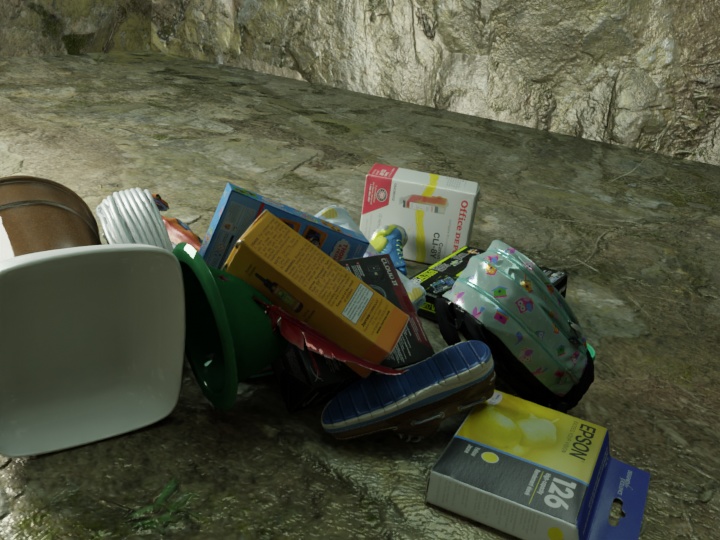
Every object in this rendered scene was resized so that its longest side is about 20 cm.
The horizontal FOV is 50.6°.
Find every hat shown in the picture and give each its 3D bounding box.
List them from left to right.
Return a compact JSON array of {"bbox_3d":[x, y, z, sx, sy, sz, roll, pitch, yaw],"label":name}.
[{"bbox_3d":[-0.089,0.049,0.813,0.174,0.202,0.165,-16,-7,-28],"label":"hat"}]

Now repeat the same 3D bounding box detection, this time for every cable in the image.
[{"bbox_3d":[-0.258,0.001,0.921,0.069,0.202,0.200,-19,6,-19],"label":"cable"}]

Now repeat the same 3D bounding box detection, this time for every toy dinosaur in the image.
[{"bbox_3d":[-0.261,-0.053,1.119,0.105,0.200,0.182,-33,88,-45],"label":"toy dinosaur"}]

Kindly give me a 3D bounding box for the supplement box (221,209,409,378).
[{"bbox_3d":[-0.048,0.025,0.826,0.199,0.067,0.069,36,48,-5],"label":"supplement box"}]

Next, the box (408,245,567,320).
[{"bbox_3d":[0.190,0.031,1.172,0.192,0.048,0.199,15,29,35],"label":"box"}]

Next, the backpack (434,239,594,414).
[{"bbox_3d":[0.181,0.063,0.906,0.200,0.127,0.166,46,-12,-35],"label":"backpack"}]

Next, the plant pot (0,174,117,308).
[{"bbox_3d":[-0.362,0.025,0.862,0.199,0.202,0.198,-9,35,-36],"label":"plant pot"}]

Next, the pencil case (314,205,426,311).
[{"bbox_3d":[0.000,0.000,1.069,0.200,0.091,0.083,45,13,16],"label":"pencil case"}]

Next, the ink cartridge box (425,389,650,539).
[{"bbox_3d":[0.192,0.206,0.781,0.198,0.048,0.197,14,21,22],"label":"ink cartridge box"}]

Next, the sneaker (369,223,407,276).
[{"bbox_3d":[0.044,-0.010,1.250,0.104,0.076,0.199,31,36,22],"label":"sneaker"}]

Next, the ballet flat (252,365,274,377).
[{"bbox_3d":[-0.073,0.080,0.964,0.198,0.072,0.069,-9,20,-36],"label":"ballet flat"}]

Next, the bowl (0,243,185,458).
[{"bbox_3d":[-0.279,0.066,0.750,0.198,0.202,0.074,-10,26,-37],"label":"bowl"}]

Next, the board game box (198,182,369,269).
[{"bbox_3d":[-0.107,-0.006,0.981,0.198,0.152,0.037,20,15,-25],"label":"board game box"}]

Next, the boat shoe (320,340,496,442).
[{"bbox_3d":[0.057,0.148,0.826,0.198,0.073,0.072,-20,26,1],"label":"boat shoe"}]

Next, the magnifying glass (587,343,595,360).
[{"bbox_3d":[0.261,0.091,1.120,0.079,0.023,0.200,-6,23,-30],"label":"magnifying glass"}]

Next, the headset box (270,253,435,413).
[{"bbox_3d":[-0.014,0.068,0.913,0.198,0.077,0.150,-9,64,-37],"label":"headset box"}]

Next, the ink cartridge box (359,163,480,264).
[{"bbox_3d":[0.105,-0.097,1.367,0.197,0.147,0.084,11,22,8],"label":"ink cartridge box"}]
